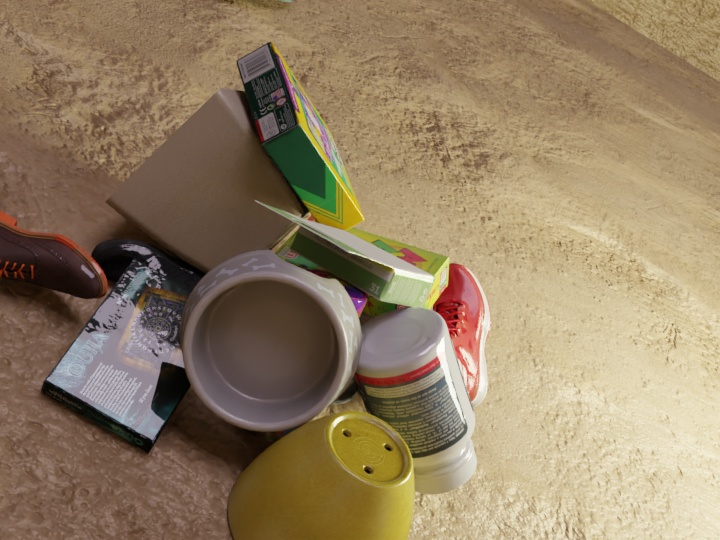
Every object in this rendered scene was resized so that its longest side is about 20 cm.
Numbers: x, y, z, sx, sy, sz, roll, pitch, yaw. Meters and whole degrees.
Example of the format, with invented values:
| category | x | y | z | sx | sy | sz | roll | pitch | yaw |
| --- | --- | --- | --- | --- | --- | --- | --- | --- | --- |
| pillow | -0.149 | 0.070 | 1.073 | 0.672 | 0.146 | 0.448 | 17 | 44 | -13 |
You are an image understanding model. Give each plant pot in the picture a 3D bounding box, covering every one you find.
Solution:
| category | x | y | z | sx | sy | sz | roll | pitch | yaw |
| --- | --- | --- | --- | --- | --- | --- | --- | --- | --- |
| plant pot | -0.022 | 0.232 | 1.234 | 0.200 | 0.142 | 0.200 | 21 | 34 | -15 |
| plant pot | -0.168 | -0.097 | 1.488 | 0.177 | 0.200 | 0.200 | 47 | 9 | -1 |

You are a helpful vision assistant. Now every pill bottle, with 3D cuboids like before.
| category | x | y | z | sx | sy | sz | roll | pitch | yaw |
| --- | --- | --- | --- | --- | --- | --- | --- | --- | --- |
| pill bottle | 0.067 | 0.155 | 1.351 | 0.119 | 0.200 | 0.120 | -15 | 27 | 8 |

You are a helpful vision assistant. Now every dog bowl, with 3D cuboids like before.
| category | x | y | z | sx | sy | sz | roll | pitch | yaw |
| --- | --- | --- | --- | --- | --- | --- | --- | --- | --- |
| dog bowl | -0.099 | 0.081 | 1.250 | 0.200 | 0.200 | 0.059 | 28 | 11 | -4 |

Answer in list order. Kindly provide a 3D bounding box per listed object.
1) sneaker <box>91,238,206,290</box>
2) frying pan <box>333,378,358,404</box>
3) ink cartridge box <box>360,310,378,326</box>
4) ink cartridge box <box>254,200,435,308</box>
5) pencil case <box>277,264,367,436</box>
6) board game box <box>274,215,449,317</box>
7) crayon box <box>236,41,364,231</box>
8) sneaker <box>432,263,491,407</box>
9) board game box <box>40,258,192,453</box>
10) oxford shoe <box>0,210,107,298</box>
| category | x | y | z | sx | sy | sz | roll | pitch | yaw |
| --- | --- | --- | --- | --- | --- | --- | --- | --- | --- |
| sneaker | -0.229 | 0.031 | 1.414 | 0.199 | 0.060 | 0.104 | 20 | 30 | -23 |
| frying pan | -0.028 | 0.110 | 1.504 | 0.115 | 0.031 | 0.190 | 45 | 38 | 18 |
| ink cartridge box | -0.024 | 0.046 | 1.487 | 0.199 | 0.044 | 0.174 | 11 | 38 | 14 |
| ink cartridge box | -0.022 | -0.015 | 1.326 | 0.145 | 0.048 | 0.200 | 29 | 9 | 31 |
| pencil case | -0.065 | 0.093 | 1.331 | 0.088 | 0.200 | 0.088 | 23 | 13 | -6 |
| board game box | 0.000 | 0.000 | 1.473 | 0.199 | 0.048 | 0.102 | 17 | 41 | 22 |
| crayon box | -0.076 | -0.163 | 1.462 | 0.173 | 0.058 | 0.200 | 56 | 9 | -40 |
| sneaker | 0.120 | 0.074 | 1.531 | 0.115 | 0.078 | 0.201 | 31 | 46 | -60 |
| board game box | -0.244 | 0.090 | 1.303 | 0.135 | 0.028 | 0.200 | 30 | 49 | -1 |
| oxford shoe | -0.381 | -0.006 | 1.328 | 0.200 | 0.071 | 0.073 | 21 | 37 | 16 |
